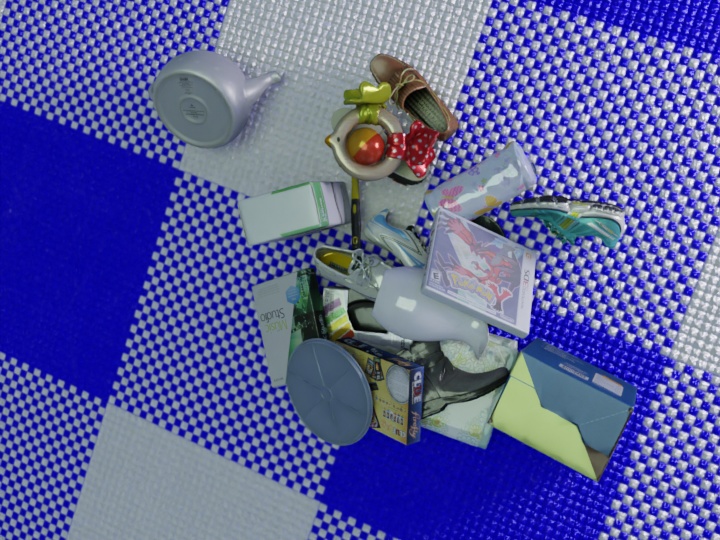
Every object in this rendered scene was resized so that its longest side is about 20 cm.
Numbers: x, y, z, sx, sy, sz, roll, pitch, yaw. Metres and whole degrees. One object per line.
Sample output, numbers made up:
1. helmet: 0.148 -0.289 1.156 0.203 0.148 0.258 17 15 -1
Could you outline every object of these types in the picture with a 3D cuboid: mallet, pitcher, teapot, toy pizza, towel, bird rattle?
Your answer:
1. mallet: -0.019 -0.137 1.772 0.065 0.041 0.202 2 78 19
2. pitcher: 0.131 0.047 1.653 0.198 0.122 0.172 17 57 2
3. teapot: -0.288 -0.338 1.821 0.199 0.146 0.197 36 134 -10
4. toy pizza: -0.052 0.214 1.721 0.199 0.032 0.202 14 113 36
5. towel: 0.177 0.196 1.722 0.170 0.048 0.201 19 86 9
6. bird rattle: 0.031 -0.228 1.680 0.163 0.113 0.200 -42 102 0

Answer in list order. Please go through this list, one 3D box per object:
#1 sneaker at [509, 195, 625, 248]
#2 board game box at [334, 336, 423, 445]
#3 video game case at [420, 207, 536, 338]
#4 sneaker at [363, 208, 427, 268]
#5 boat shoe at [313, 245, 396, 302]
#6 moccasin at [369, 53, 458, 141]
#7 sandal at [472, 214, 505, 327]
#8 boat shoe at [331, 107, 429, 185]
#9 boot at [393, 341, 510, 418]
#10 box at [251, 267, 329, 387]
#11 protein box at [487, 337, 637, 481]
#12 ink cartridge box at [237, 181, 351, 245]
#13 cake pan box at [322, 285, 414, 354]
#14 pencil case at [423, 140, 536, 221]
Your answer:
1. sneaker: 0.352 -0.084 1.663 0.198 0.077 0.080 11 104 17
2. board game box: 0.028 0.208 1.690 0.199 0.034 0.137 18 111 47
3. video game case: 0.204 0.002 1.634 0.199 0.183 0.023 23 141 -12
4. sneaker: 0.096 -0.034 1.748 0.200 0.072 0.073 41 94 9
5. boat shoe: 0.001 -0.004 1.730 0.201 0.086 0.075 22 73 25
6. moccasin: 0.091 -0.313 1.731 0.074 0.078 0.202 -40 80 12
7. sandal: 0.224 0.001 1.717 0.075 0.048 0.202 -3 91 17
8. boat shoe: 0.031 -0.219 1.738 0.201 0.063 0.074 32 78 -3
9. boot: 0.152 0.169 1.673 0.199 0.070 0.133 -20 77 -1
10. box: -0.126 0.109 1.810 0.144 0.036 0.202 -18 83 38
11. protein box: 0.341 0.224 1.609 0.198 0.200 0.136 27 100 15
12. ink cartridge box: -0.112 -0.105 1.742 0.145 0.200 0.085 -14 91 18
13. cake pan box: 0.017 0.127 1.788 0.183 0.052 0.202 6 95 15
14. pencil case: 0.209 -0.148 1.699 0.199 0.083 0.091 -31 65 16
